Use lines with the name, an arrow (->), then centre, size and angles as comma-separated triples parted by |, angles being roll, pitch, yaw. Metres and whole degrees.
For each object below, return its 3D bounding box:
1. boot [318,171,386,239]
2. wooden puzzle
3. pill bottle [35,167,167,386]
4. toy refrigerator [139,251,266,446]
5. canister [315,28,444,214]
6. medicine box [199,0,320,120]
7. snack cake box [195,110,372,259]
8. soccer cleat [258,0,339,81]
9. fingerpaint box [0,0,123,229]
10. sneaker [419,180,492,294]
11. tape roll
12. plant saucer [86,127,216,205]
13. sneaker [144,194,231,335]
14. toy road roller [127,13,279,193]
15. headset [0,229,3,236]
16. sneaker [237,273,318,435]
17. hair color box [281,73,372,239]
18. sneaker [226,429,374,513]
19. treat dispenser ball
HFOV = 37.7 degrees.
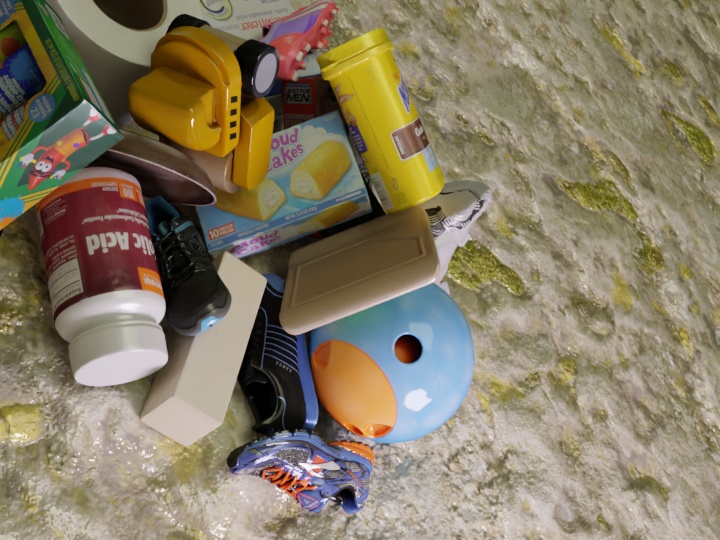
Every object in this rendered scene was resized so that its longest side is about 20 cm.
boot -> 0.023, -0.076, 1.375 | 0.200, 0.065, 0.166 | 46, 61, -42
wooden puzzle -> 0.000, 0.000, 1.202 | 0.200, 0.183, 0.038 | -95, 163, -67
pill bottle -> -0.264, 0.007, 1.086 | 0.113, 0.114, 0.202 | 3, 63, -42
toy refrigerator -> -0.167, 0.085, 1.160 | 0.070, 0.076, 0.202 | 34, 45, -23
canister -> 0.029, -0.180, 1.270 | 0.149, 0.086, 0.202 | -66, 133, -76
medicine box -> -0.165, -0.295, 1.387 | 0.181, 0.103, 0.202 | -26, 83, -49
snack cake box -> -0.097, -0.097, 1.258 | 0.067, 0.198, 0.116 | 63, 8, -74
soccer cleat -> -0.084, -0.305, 1.348 | 0.076, 0.067, 0.201 | 22, 39, 3
fingerpaint box -> -0.347, -0.163, 1.028 | 0.201, 0.166, 0.073 | 57, 4, 32
sneaker -> 0.098, -0.028, 1.369 | 0.199, 0.075, 0.116 | -37, 133, -24
tape roll -> -0.302, -0.284, 1.219 | 0.201, 0.139, 0.205 | 24, 49, -32
plant saucer -> -0.246, -0.115, 1.125 | 0.199, 0.199, 0.033 | 22, 78, -33
sneaker -> -0.198, -0.005, 1.134 | 0.200, 0.073, 0.082 | 54, -8, 51
toy road roller -> -0.177, -0.164, 1.134 | 0.122, 0.202, 0.146 | 23, 42, 17
headset -> -0.426, -0.035, 1.009 | 0.123, 0.094, 0.201 | 42, 27, -14
sneaker -> -0.108, 0.094, 1.216 | 0.077, 0.070, 0.202 | 5, 59, -44
hair color box -> -0.041, -0.152, 1.371 | 0.110, 0.063, 0.203 | -19, 110, -48
sneaker -> -0.060, 0.227, 1.177 | 0.198, 0.075, 0.079 | 15, 58, -36
treat dispenser ball -> 0.036, 0.102, 1.249 | 0.199, 0.200, 0.203 | 24, 50, -31
